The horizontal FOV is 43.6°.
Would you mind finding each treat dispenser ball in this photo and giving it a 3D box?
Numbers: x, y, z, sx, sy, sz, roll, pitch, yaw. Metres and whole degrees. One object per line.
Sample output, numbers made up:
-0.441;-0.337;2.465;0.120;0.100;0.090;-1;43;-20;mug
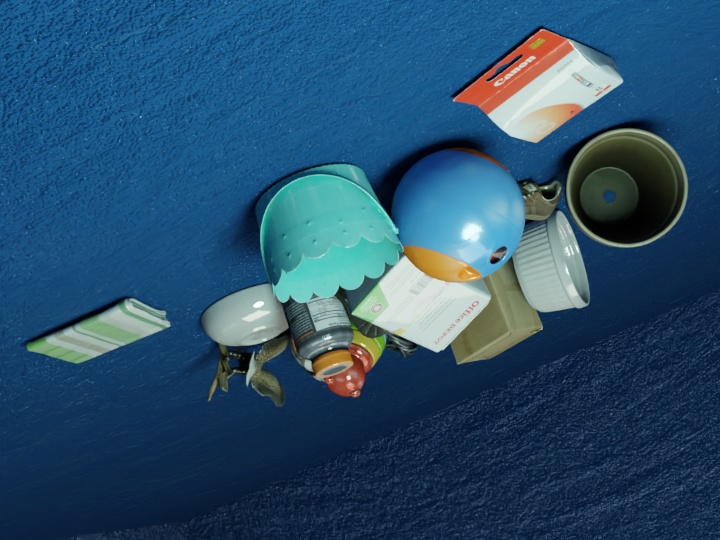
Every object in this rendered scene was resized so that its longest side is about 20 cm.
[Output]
0.146;-0.083;1.350;0.200;0.202;0.201;-18;161;-6;treat dispenser ball

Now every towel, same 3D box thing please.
-0.443;0.102;1.535;0.199;0.031;0.149;-21;159;10;towel

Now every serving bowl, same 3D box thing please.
-0.197;0.095;1.699;0.199;0.066;0.200;-18;162;-6;serving bowl

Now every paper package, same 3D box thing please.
0.259;0.070;1.897;0.103;0.201;0.191;-4;157;-38;paper package

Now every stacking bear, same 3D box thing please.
-0.013;0.147;1.672;0.121;0.200;0.114;31;136;-12;stacking bear

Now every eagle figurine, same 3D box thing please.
-0.211;0.195;1.883;0.199;0.151;0.152;9;137;-36;eagle figurine

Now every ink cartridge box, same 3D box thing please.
0.095;0.034;1.500;0.199;0.088;0.145;26;118;-30;ink cartridge box
0.247;-0.247;1.236;0.162;0.050;0.200;-35;160;35;ink cartridge box

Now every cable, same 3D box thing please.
0.033;0.113;1.845;0.051;0.199;0.163;-53;146;-18;cable

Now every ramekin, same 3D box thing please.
0.380;-0.011;1.813;0.105;0.201;0.200;-18;164;23;ramekin

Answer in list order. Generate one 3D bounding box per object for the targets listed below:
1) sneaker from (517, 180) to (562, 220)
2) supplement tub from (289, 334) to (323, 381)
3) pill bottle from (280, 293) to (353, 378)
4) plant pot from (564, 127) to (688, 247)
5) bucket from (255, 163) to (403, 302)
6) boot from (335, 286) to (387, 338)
0.276;-0.130;1.597;0.199;0.071;0.076;-9;140;-38;sneaker
-0.081;0.162;1.915;0.122;0.123;0.200;-21;162;1;supplement tub
-0.077;0.085;1.584;0.106;0.201;0.106;-18;161;-6;pill bottle
0.451;-0.138;1.579;0.199;0.201;0.174;-22;178;6;plant pot
-0.053;-0.055;1.323;0.206;0.135;0.207;-19;162;-7;bucket
-0.001;0.001;1.609;0.073;0.204;0.154;-17;-154;19;boot
